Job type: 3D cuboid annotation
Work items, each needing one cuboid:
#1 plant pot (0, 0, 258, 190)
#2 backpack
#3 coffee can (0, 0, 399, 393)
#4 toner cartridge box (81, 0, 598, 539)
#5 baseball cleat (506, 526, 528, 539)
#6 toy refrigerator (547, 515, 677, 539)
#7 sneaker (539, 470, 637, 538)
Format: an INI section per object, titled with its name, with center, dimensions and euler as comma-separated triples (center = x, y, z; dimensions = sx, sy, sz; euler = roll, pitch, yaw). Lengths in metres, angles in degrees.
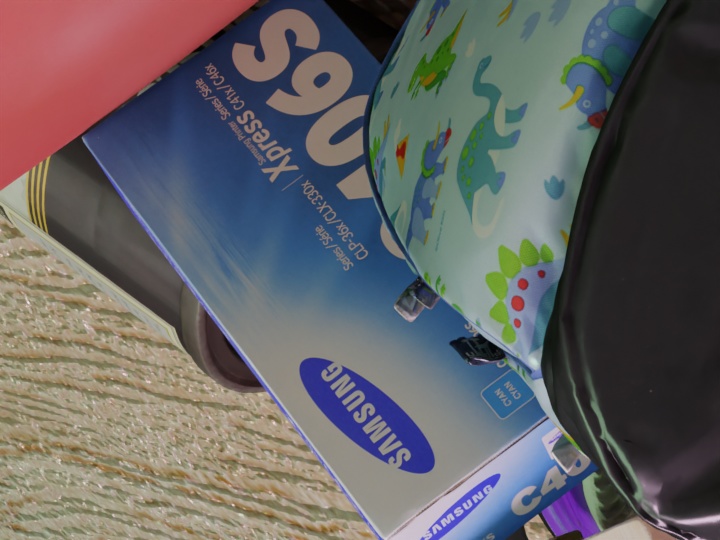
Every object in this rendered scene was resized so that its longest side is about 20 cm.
[plant pot]
center = -0.124, -0.129, 0.929
dimensions = 0.200, 0.177, 0.201
euler = -25, -90, -90
[backpack]
center = 0.078, -0.034, 0.698
dimensions = 0.153, 0.164, 0.200
euler = 23, -171, 2
[coffee can]
center = -0.080, -0.067, 1.072
dimensions = 0.200, 0.146, 0.147
euler = 34, 158, 27
[toner cartridge box]
center = 0.000, 0.000, 0.893
dimensions = 0.200, 0.095, 0.043
euler = 50, 175, 37
[baseball cleat]
center = 0.038, 0.038, 1.002
dimensions = 0.200, 0.106, 0.070
euler = 57, 176, -34
[toy refrigerator]
center = 0.090, 0.111, 0.913
dimensions = 0.070, 0.076, 0.200
euler = 67, -164, 7
[sneaker]
center = 0.089, 0.064, 1.074
dimensions = 0.099, 0.070, 0.200
euler = 39, 158, 35
